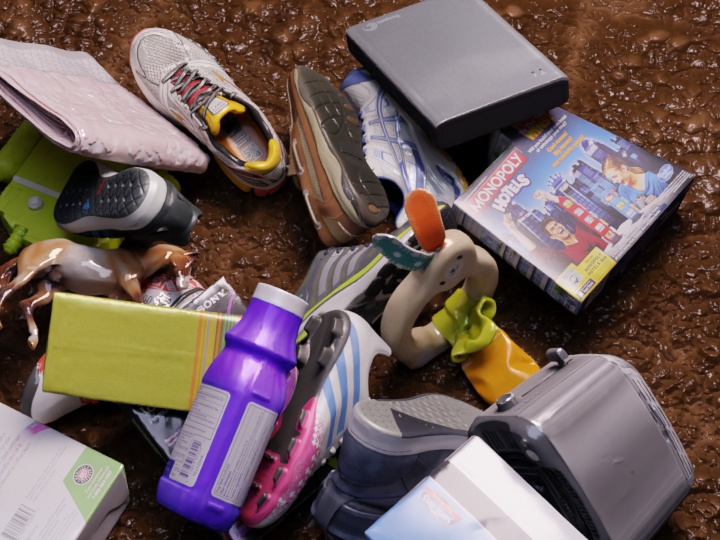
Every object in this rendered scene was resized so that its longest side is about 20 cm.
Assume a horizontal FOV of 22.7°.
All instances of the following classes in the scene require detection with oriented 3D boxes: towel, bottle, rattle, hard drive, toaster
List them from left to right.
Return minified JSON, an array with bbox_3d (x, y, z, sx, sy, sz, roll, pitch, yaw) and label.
[{"bbox_3d":[-0.257,-0.155,1.665,0.191,0.199,0.032,39,107,26],"label":"towel"},{"bbox_3d":[-0.166,0.073,1.520,0.198,0.018,0.087,8,87,-10],"label":"towel"},{"bbox_3d":[-0.101,0.111,1.480,0.065,0.083,0.202,26,82,-24],"label":"bottle"},{"bbox_3d":[0.089,-0.196,1.706,0.138,0.033,0.200,-21,40,-15],"label":"hard drive"},{"bbox_3d":[0.088,0.038,1.548,0.129,0.201,0.144,-18,57,-11],"label":"rattle"},{"bbox_3d":[0.191,0.164,1.494,0.129,0.113,0.201,-39,104,-26],"label":"toaster"}]

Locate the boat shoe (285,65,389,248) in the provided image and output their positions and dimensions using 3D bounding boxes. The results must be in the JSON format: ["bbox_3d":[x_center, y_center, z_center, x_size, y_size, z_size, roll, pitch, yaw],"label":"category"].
[{"bbox_3d":[-0.039,-0.107,1.692,0.074,0.075,0.201,-41,47,25],"label":"boat shoe"}]

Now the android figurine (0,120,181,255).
[{"bbox_3d":[-0.269,-0.081,1.731,0.180,0.041,0.201,23,58,15],"label":"android figurine"}]

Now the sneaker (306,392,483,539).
[{"bbox_3d":[0.040,0.184,1.531,0.201,0.147,0.077,5,23,-46],"label":"sneaker"}]

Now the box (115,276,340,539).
[{"bbox_3d":[-0.113,0.125,1.555,0.143,0.036,0.200,-38,83,-22],"label":"box"}]

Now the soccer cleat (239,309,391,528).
[{"bbox_3d":[-0.033,0.133,1.518,0.070,0.086,0.202,9,70,53],"label":"soccer cleat"}]

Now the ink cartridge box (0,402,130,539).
[{"bbox_3d":[-0.311,0.184,1.536,0.198,0.068,0.118,25,60,15],"label":"ink cartridge box"}]

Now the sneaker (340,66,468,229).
[{"bbox_3d":[0.023,-0.114,1.727,0.088,0.076,0.201,-26,59,-16],"label":"sneaker"}]

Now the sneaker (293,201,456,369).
[{"bbox_3d":[0.000,0.000,1.625,0.199,0.074,0.081,-39,52,4],"label":"sneaker"}]

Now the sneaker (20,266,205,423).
[{"bbox_3d":[-0.203,0.081,1.604,0.107,0.068,0.201,32,59,23],"label":"sneaker"}]

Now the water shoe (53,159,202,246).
[{"bbox_3d":[-0.213,-0.050,1.616,0.199,0.079,0.072,12,72,60],"label":"water shoe"}]

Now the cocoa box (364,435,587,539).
[{"bbox_3d":[0.113,0.264,1.437,0.131,0.134,0.200,-37,63,-21],"label":"cocoa box"}]

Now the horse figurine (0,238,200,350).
[{"bbox_3d":[-0.250,0.015,1.586,0.197,0.050,0.133,2,45,6],"label":"horse figurine"}]

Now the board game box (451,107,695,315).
[{"bbox_3d":[0.176,-0.075,1.678,0.199,0.062,0.200,38,57,14],"label":"board game box"}]

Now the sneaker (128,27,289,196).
[{"bbox_3d":[-0.141,-0.161,1.718,0.200,0.082,0.078,43,81,4],"label":"sneaker"}]
